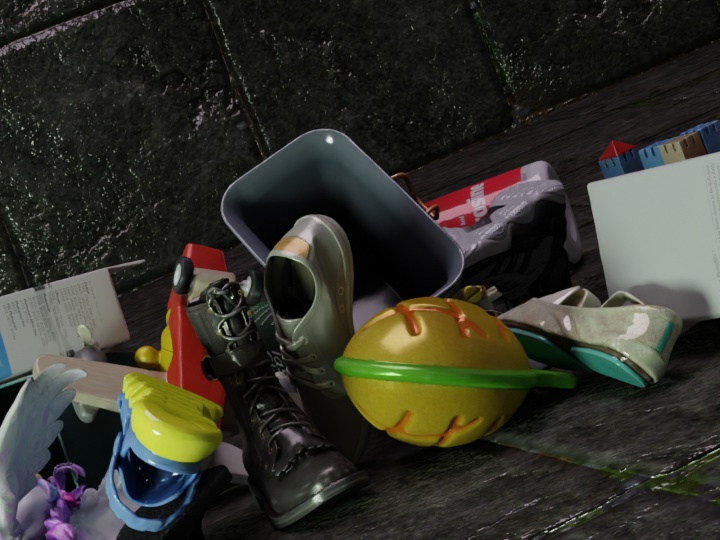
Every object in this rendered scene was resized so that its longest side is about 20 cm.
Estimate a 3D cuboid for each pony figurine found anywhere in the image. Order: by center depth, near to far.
[{"bbox_3d":[-0.243,0.185,1.420,0.200,0.167,0.193,-9,46,48],"label":"pony figurine"}]

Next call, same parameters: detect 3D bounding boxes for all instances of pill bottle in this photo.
[{"bbox_3d":[0.117,-0.029,1.981,0.200,0.112,0.112,-20,7,15],"label":"pill bottle"}]

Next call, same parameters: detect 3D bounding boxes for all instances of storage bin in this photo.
[{"bbox_3d":[0.000,0.000,1.579,0.145,0.200,0.134,-36,-31,-14],"label":"storage bin"}]

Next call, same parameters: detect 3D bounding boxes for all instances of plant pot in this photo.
[{"bbox_3d":[-0.250,0.147,1.674,0.141,0.142,0.200,-18,3,29],"label":"plant pot"}]

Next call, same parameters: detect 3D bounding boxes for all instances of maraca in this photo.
[{"bbox_3d":[0.069,0.074,1.404,0.137,0.107,0.200,8,1,42],"label":"maraca"}]

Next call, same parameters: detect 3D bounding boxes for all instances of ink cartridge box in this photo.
[{"bbox_3d":[-0.280,0.052,1.645,0.200,0.068,0.116,-17,0,-40],"label":"ink cartridge box"}]

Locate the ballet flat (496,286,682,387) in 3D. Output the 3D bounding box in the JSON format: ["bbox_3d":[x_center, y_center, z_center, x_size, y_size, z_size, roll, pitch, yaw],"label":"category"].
[{"bbox_3d":[0.170,0.043,1.419,0.062,0.067,0.200,-57,27,-10],"label":"ballet flat"}]

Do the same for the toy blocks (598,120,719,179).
[{"bbox_3d":[0.282,-0.058,1.599,0.100,0.137,0.200,-26,9,-34],"label":"toy blocks"}]

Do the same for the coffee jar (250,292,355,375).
[{"bbox_3d":[-0.047,0.073,1.738,0.085,0.104,0.200,-36,13,-32],"label":"coffee jar"}]

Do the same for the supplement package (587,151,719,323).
[{"bbox_3d":[0.279,-0.029,1.396,0.117,0.117,0.200,-11,-1,-37],"label":"supplement package"}]

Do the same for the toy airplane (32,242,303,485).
[{"bbox_3d":[-0.139,0.101,1.586,0.199,0.200,0.141,-39,-2,-30],"label":"toy airplane"}]

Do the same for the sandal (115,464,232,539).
[{"bbox_3d":[-0.141,0.204,1.327,0.075,0.045,0.200,-24,19,32],"label":"sandal"}]

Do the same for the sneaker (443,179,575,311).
[{"bbox_3d":[0.124,0.005,1.711,0.200,0.114,0.075,-34,22,-36],"label":"sneaker"}]

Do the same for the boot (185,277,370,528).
[{"bbox_3d":[-0.074,0.090,1.402,0.069,0.174,0.200,-24,7,-20],"label":"boot"}]

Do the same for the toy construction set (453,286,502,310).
[{"bbox_3d":[0.059,0.037,1.794,0.131,0.092,0.200,-18,-3,27],"label":"toy construction set"}]

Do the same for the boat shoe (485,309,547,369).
[{"bbox_3d":[0.102,0.064,1.546,0.200,0.057,0.069,-27,9,-36],"label":"boat shoe"}]

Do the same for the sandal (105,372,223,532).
[{"bbox_3d":[-0.143,0.125,1.354,0.079,0.087,0.200,21,4,-3],"label":"sandal"}]

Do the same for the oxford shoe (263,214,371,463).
[{"bbox_3d":[-0.035,0.058,1.440,0.075,0.200,0.058,12,28,39],"label":"oxford shoe"}]
